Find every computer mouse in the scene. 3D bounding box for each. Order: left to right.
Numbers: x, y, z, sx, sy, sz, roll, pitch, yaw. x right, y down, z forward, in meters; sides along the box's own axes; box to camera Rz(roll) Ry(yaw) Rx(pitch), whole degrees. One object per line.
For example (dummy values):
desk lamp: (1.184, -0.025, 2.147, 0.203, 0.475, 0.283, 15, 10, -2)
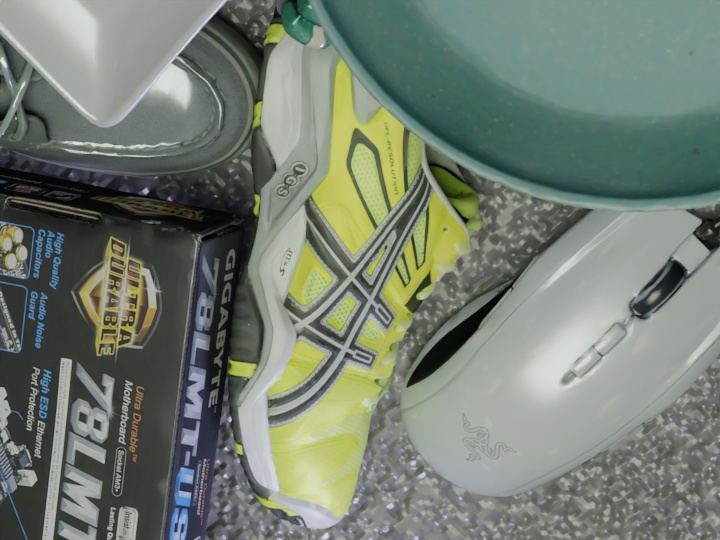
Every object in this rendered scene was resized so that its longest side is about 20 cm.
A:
computer mouse: (0.094, 0.015, 1.020, 0.110, 0.044, 0.200, 43, 111, -9)

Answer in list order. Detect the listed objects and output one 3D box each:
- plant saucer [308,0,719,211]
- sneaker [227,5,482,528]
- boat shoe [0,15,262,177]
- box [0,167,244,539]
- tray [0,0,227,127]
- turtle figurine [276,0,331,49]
plant saucer: (0.077, -0.116, 0.818, 0.200, 0.036, 0.200, 0, 90, 5)
sneaker: (0.000, 0.000, 1.014, 0.076, 0.075, 0.200, 8, 113, 7)
boat shoe: (-0.133, -0.068, 1.011, 0.201, 0.072, 0.070, 13, 112, 5)
box: (-0.149, 0.061, 1.042, 0.198, 0.050, 0.200, 10, 102, 16)
tray: (-0.112, -0.144, 0.859, 0.200, 0.022, 0.107, 45, 124, -1)
turtle figurine: (0.002, -0.140, 0.944, 0.200, 0.101, 0.150, 12, 85, 21)
